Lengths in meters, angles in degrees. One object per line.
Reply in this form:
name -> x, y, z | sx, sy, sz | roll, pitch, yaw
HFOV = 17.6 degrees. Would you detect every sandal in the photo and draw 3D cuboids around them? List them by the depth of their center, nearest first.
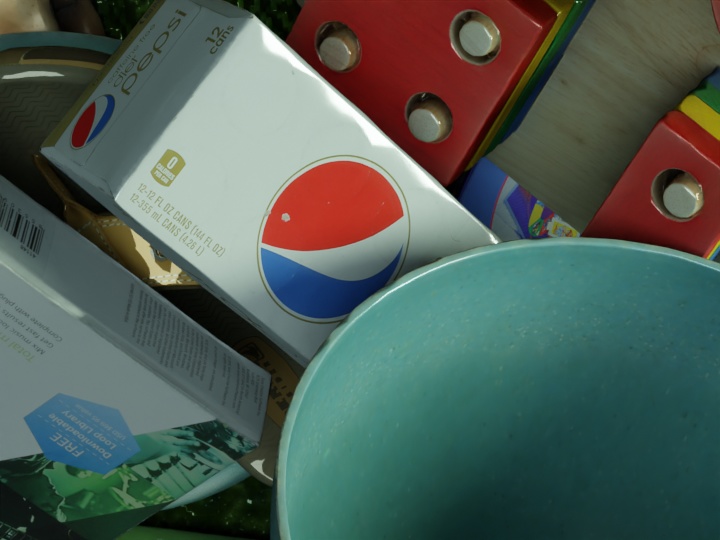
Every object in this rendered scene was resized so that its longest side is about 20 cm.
sandal -> -0.060, 0.007, 0.760 | 0.080, 0.054, 0.200 | -29, 116, 21

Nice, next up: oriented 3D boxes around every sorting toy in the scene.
sorting toy -> 0.084, -0.088, 0.690 | 0.200, 0.070, 0.199 | 39, 129, 9

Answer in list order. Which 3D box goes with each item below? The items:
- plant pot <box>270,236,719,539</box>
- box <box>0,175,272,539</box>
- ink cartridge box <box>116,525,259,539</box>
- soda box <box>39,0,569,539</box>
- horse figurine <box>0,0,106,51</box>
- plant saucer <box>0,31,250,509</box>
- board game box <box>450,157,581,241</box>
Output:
plant pot -> 0.064, 0.109, 0.660 | 0.199, 0.201, 0.135 | 15, 137, 0
box -> -0.147, 0.051, 0.756 | 0.144, 0.036, 0.200 | 38, 129, -24
ink cartridge box -> -0.086, 0.153, 0.863 | 0.198, 0.059, 0.105 | 7, 111, 3
soda box -> 0.000, 0.000, 0.719 | 0.200, 0.064, 0.068 | 40, 85, -33
horse figurine -> -0.088, -0.112, 0.796 | 0.132, 0.050, 0.201 | 26, 104, -11
plant saucer -> -0.101, 0.012, 0.815 | 0.199, 0.027, 0.201 | 3, 122, 4
board game box -> 0.082, 0.023, 0.822 | 0.134, 0.045, 0.201 | 25, 106, -3
